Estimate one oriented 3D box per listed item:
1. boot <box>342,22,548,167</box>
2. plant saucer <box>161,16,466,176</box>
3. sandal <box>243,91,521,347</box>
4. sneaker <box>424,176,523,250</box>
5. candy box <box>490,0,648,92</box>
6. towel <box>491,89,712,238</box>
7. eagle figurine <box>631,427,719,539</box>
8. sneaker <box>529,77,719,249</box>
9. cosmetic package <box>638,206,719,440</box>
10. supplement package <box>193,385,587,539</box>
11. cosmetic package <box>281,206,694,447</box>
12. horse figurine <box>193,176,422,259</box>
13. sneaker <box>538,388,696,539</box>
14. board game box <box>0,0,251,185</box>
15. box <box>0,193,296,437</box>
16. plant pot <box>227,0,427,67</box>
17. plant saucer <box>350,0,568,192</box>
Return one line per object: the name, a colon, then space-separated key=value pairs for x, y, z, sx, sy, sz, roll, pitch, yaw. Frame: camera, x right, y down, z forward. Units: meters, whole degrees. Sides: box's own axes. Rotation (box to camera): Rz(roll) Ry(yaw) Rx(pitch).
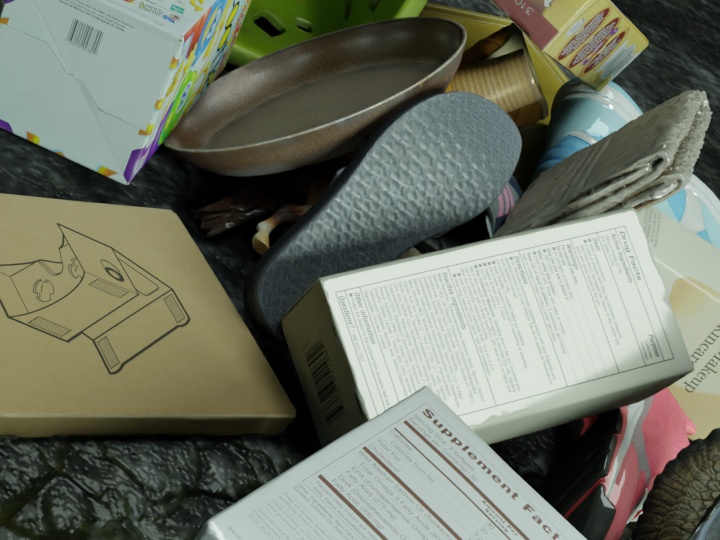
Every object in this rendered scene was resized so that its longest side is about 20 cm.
boot: x=0.051 y=-0.113 z=1.327 sx=0.201 sy=0.144 sz=0.071 roll=-46 pitch=117 yaw=-80
plant saucer: x=-0.027 y=-0.104 z=1.203 sx=0.200 sy=0.200 sz=0.032 roll=-60 pitch=136 yaw=-61
sandal: x=0.008 y=-0.036 z=1.120 sx=0.200 sy=0.043 sz=0.076 roll=-39 pitch=105 yaw=-20
sneaker: x=0.065 y=-0.032 z=1.249 sx=0.200 sy=0.070 sz=0.082 roll=25 pitch=35 yaw=-61
candy box: x=0.121 y=-0.188 z=1.304 sx=0.117 sy=0.056 sz=0.200 roll=47 pitch=12 yaw=13
towel: x=0.156 y=-0.055 z=1.228 sx=0.035 sy=0.132 sz=0.200 roll=58 pitch=23 yaw=-7
eagle figurine: x=0.201 y=0.156 z=1.034 sx=0.151 sy=0.152 sz=0.200 roll=20 pitch=73 yaw=-51
sneaker: x=0.191 y=-0.031 z=1.418 sx=0.200 sy=0.080 sz=0.131 roll=45 pitch=50 yaw=-21
cosmetic package: x=0.223 y=0.045 z=1.299 sx=0.200 sy=0.105 sz=0.071 roll=32 pitch=31 yaw=-5
supplement package: x=-0.005 y=0.155 z=0.882 sx=0.117 sy=0.117 sz=0.200 roll=44 pitch=30 yaw=13
cosmetic package: x=0.070 y=0.040 z=1.071 sx=0.200 sy=0.073 sz=0.104 roll=-11 pitch=75 yaw=-25
horse figurine: x=0.000 y=0.000 z=1.181 sx=0.200 sy=0.050 sz=0.133 roll=38 pitch=35 yaw=-2
sneaker: x=0.166 y=0.117 z=1.165 sx=0.087 sy=0.074 sz=0.200 roll=38 pitch=31 yaw=-6
board game box: x=-0.139 y=-0.152 z=1.181 sx=0.105 sy=0.103 sz=0.200 roll=25 pitch=30 yaw=2
box: x=-0.147 y=0.021 z=1.021 sx=0.200 sy=0.021 sz=0.164 roll=4 pitch=43 yaw=-43
plant pot: x=-0.052 y=-0.264 z=1.363 sx=0.199 sy=0.200 sz=0.182 roll=23 pitch=26 yaw=-23
plant saucer: x=0.101 y=-0.137 z=1.487 sx=0.200 sy=0.048 sz=0.200 roll=4 pitch=42 yaw=-45
